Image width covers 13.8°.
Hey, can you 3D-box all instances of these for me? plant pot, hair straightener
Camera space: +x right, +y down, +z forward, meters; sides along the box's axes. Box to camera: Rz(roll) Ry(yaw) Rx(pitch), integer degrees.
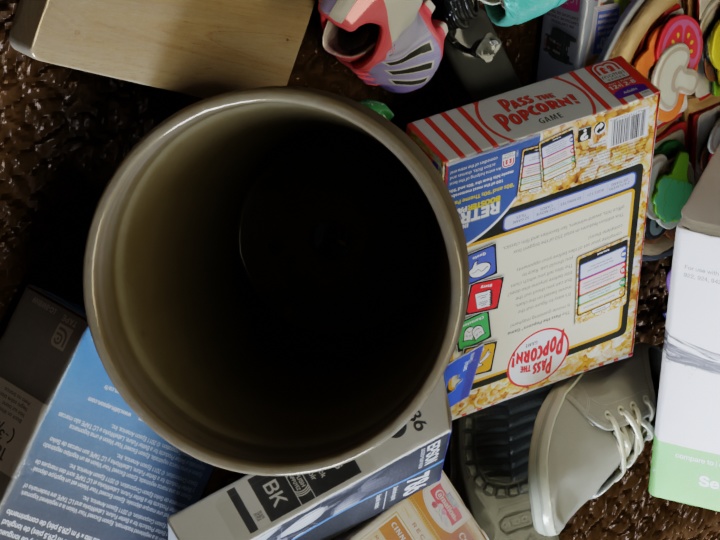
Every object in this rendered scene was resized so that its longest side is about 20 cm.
[{"bbox_3d":[-0.030,-0.007,1.590,0.174,0.199,0.201,-41,146,-75],"label":"plant pot"},{"bbox_3d":[0.061,-0.153,1.709,0.041,0.077,0.200,-34,132,-17],"label":"hair straightener"}]

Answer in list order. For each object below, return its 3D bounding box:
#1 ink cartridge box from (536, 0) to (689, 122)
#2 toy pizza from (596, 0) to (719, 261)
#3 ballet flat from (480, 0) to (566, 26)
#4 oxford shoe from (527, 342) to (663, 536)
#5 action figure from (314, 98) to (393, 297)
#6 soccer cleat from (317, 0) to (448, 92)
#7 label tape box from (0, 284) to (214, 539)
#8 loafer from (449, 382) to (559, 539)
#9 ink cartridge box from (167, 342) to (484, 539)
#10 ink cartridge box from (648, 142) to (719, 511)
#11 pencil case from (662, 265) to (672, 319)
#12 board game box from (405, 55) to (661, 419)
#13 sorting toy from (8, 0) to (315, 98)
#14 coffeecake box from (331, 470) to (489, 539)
[{"bbox_3d":[0.160,-0.117,1.859,0.119,0.042,0.201,-14,120,-42],"label":"ink cartridge box"},{"bbox_3d":[0.207,-0.099,1.863,0.200,0.032,0.201,-25,126,-41],"label":"toy pizza"},{"bbox_3d":[0.051,-0.200,1.596,0.070,0.067,0.200,-37,130,2],"label":"ballet flat"},{"bbox_3d":[0.151,0.098,1.848,0.200,0.057,0.076,-48,138,-55],"label":"oxford shoe"},{"bbox_3d":[0.000,0.000,1.719,0.054,0.118,0.201,-4,103,-32],"label":"action figure"},{"bbox_3d":[0.005,-0.134,1.628,0.077,0.067,0.200,-53,170,-14],"label":"soccer cleat"},{"bbox_3d":[-0.162,0.125,1.626,0.144,0.063,0.201,27,89,-50],"label":"label tape box"},{"bbox_3d":[0.084,0.130,1.887,0.075,0.070,0.201,-7,102,-23],"label":"loafer"},{"bbox_3d":[-0.012,0.114,1.627,0.199,0.039,0.100,-30,164,-11],"label":"ink cartridge box"},{"bbox_3d":[0.243,0.030,1.852,0.146,0.084,0.201,-55,153,-53],"label":"ink cartridge box"},{"bbox_3d":[0.295,-0.025,2.005,0.200,0.084,0.086,-42,99,-22],"label":"pencil case"},{"bbox_3d":[0.097,-0.015,1.770,0.151,0.046,0.201,-18,132,-25],"label":"board game box"},{"bbox_3d":[-0.096,-0.198,1.525,0.200,0.069,0.200,9,102,-54],"label":"sorting toy"},{"bbox_3d":[-0.039,0.206,1.716,0.200,0.153,0.073,-36,95,-29],"label":"coffeecake box"}]
